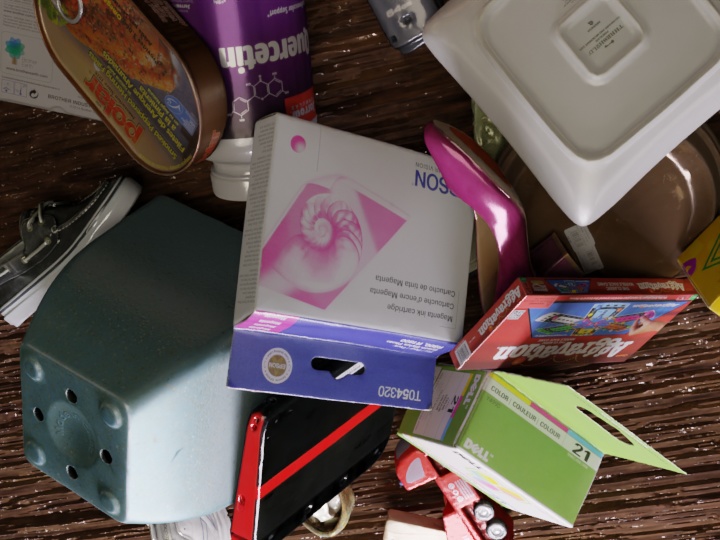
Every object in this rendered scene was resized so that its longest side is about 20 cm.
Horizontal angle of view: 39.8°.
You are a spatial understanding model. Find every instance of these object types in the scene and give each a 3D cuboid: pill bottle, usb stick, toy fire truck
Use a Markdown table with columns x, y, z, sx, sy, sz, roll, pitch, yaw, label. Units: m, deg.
| x | y | z | sx | sy | sz | roll | pitch | yaw | label |
| --- | --- | --- | --- | --- | --- | --- | --- | --- | --- |
| -0.093 | -0.164 | 0.789 | 0.110 | 0.113 | 0.204 | -3 | 113 | 8 | pill bottle |
| 0.005 | -0.268 | 0.776 | 0.055 | 0.033 | 0.202 | -25 | 108 | 16 | usb stick |
| 0.073 | 0.252 | 0.977 | 0.140 | 0.049 | 0.202 | -29 | 106 | 18 | toy fire truck |

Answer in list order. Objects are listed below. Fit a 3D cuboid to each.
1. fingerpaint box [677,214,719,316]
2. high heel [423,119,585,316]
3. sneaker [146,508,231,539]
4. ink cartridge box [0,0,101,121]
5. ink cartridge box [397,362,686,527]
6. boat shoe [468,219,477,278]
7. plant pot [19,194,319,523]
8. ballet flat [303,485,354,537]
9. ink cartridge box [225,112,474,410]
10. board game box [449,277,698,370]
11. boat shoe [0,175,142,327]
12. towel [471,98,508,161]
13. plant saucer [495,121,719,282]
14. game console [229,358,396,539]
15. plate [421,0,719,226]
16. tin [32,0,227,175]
| x | y | z | sx | sy | sz | roll | pitch | yaw | label |
| --- | --- | --- | --- | --- | --- | --- | --- | --- | --- |
| 0.384 | -0.002 | 0.789 | 0.198 | 0.074 | 0.167 | 31 | 114 | -24 | fingerpaint box |
| 0.089 | -0.025 | 0.771 | 0.096 | 0.068 | 0.200 | -38 | 119 | 15 | high heel |
| -0.181 | 0.218 | 0.977 | 0.073 | 0.087 | 0.203 | -14 | 109 | 15 | sneaker |
| -0.238 | -0.231 | 0.820 | 0.117 | 0.042 | 0.203 | 12 | 116 | 2 | ink cartridge box |
| 0.143 | 0.150 | 0.831 | 0.147 | 0.199 | 0.077 | 36 | 75 | -21 | ink cartridge box |
| 0.025 | 0.003 | 0.879 | 0.196 | 0.068 | 0.073 | -19 | 65 | 5 | boat shoe |
| -0.167 | 0.086 | 0.816 | 0.193 | 0.199 | 0.200 | 24 | 123 | 24 | plant pot |
| -0.064 | 0.170 | 0.952 | 0.070 | 0.071 | 0.202 | -22 | 108 | 16 | ballet flat |
| 0.000 | 0.000 | 0.771 | 0.193 | 0.043 | 0.205 | 10 | 81 | -32 | ink cartridge box |
| 0.177 | 0.043 | 0.813 | 0.197 | 0.020 | 0.103 | 0 | 144 | -34 | board game box |
| -0.278 | -0.026 | 0.893 | 0.199 | 0.072 | 0.071 | -39 | 108 | 22 | boat shoe |
| 0.158 | -0.142 | 0.806 | 0.145 | 0.037 | 0.204 | -6 | 113 | 9 | towel |
| 0.201 | -0.051 | 0.808 | 0.195 | 0.030 | 0.203 | 1 | 126 | 2 | plant saucer |
| -0.032 | 0.139 | 0.862 | 0.031 | 0.199 | 0.180 | 29 | 130 | 28 | game console |
| 0.176 | -0.172 | 0.736 | 0.199 | 0.032 | 0.201 | -40 | 83 | 6 | plate |
| -0.176 | -0.163 | 0.757 | 0.201 | 0.042 | 0.112 | 49 | 130 | 10 | tin |
